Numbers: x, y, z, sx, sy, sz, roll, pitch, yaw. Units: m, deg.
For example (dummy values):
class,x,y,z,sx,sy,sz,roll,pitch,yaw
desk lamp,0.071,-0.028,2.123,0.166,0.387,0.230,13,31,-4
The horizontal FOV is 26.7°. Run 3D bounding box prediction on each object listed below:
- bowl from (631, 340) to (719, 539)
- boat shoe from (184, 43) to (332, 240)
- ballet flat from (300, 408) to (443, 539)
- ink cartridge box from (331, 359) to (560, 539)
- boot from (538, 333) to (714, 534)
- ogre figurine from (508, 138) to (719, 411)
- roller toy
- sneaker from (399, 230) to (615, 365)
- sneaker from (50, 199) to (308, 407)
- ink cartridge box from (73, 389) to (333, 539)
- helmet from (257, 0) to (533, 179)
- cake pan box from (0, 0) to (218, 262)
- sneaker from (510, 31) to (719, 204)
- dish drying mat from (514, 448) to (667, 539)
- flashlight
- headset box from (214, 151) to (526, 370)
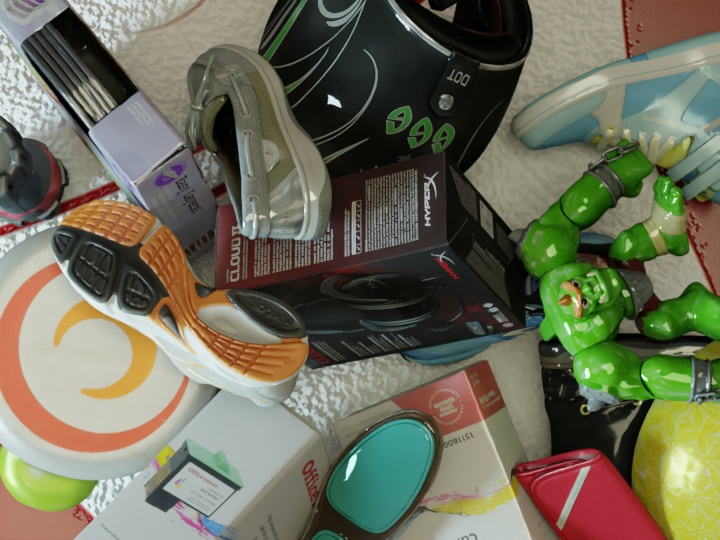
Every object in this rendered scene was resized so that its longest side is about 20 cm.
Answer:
class,x,y,z,sx,sy,sz,roll,pitch,yaw
bowl,0.309,0.151,1.102,0.199,0.108,0.201,-8,110,-21
boat shoe,-0.083,-0.090,1.037,0.064,0.075,0.202,-7,43,-24
ballet flat,-0.002,0.176,1.086,0.068,0.067,0.200,38,106,10
ink cartridge box,0.074,0.183,1.131,0.116,0.067,0.201,-24,87,20
boot,0.233,0.127,1.164,0.202,0.073,0.155,2,92,-7
ogre figurine,0.187,0.017,1.073,0.119,0.098,0.201,-22,93,-5
roller toy,-0.195,0.058,1.110,0.199,0.140,0.183,-28,93,-14
sneaker,0.115,0.013,1.153,0.199,0.090,0.079,-21,87,-4
sneaker,-0.126,0.032,1.023,0.199,0.092,0.076,34,64,15
ink cartridge box,-0.112,0.192,1.072,0.084,0.145,0.200,35,67,25
helmet,0.015,-0.144,1.106,0.199,0.191,0.201,23,43,-23
cake pan box,-0.177,-0.108,1.078,0.052,0.200,0.184,-40,77,-8
sneaker,0.225,-0.099,1.175,0.199,0.080,0.131,-18,85,-3
dish drying mat,0.193,0.209,1.117,0.076,0.018,0.200,-20,119,31
flashlight,-0.255,-0.075,1.087,0.067,0.200,0.068,21,83,0
headset box,0.000,0.000,1.087,0.199,0.149,0.078,-13,60,22
